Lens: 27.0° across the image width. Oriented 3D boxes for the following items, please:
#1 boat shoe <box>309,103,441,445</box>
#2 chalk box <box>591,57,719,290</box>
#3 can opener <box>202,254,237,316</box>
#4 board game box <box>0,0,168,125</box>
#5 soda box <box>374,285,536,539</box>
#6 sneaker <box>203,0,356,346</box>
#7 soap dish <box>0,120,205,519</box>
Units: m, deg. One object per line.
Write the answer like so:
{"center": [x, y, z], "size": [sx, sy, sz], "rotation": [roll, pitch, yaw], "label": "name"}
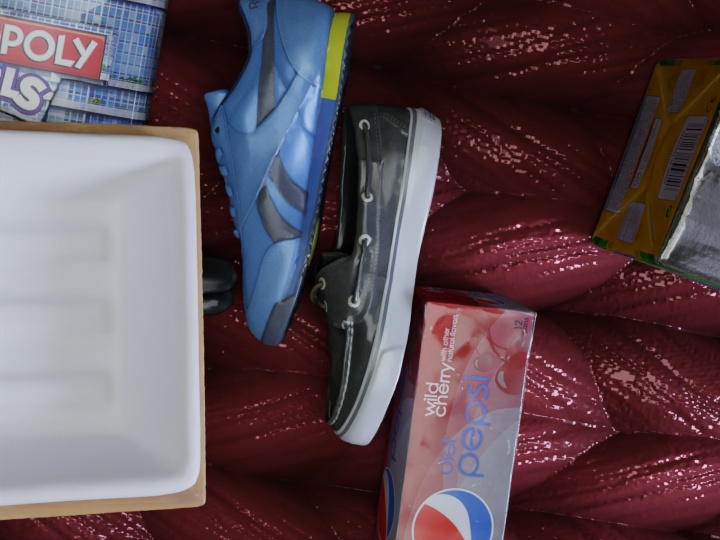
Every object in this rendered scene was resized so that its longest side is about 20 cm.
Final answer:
{"center": [0.000, 0.000, 0.879], "size": [0.056, 0.069, 0.201], "rotation": [11, 89, -12], "label": "boat shoe"}
{"center": [0.262, -0.035, 0.884], "size": [0.200, 0.124, 0.125], "rotation": [20, 94, -12], "label": "chalk box"}
{"center": [-0.170, 0.014, 0.860], "size": [0.199, 0.063, 0.079], "rotation": [-3, 72, -18], "label": "can opener"}
{"center": [-0.211, -0.129, 0.828], "size": [0.199, 0.062, 0.200], "rotation": [9, 97, -10], "label": "board game box"}
{"center": [0.052, 0.113, 0.902], "size": [0.070, 0.063, 0.201], "rotation": [6, 97, -10], "label": "soda box"}
{"center": [-0.055, -0.059, 0.865], "size": [0.078, 0.066, 0.201], "rotation": [9, 96, -1], "label": "sneaker"}
{"center": [-0.162, 0.025, 0.777], "size": [0.157, 0.081, 0.201], "rotation": [0, 87, -23], "label": "soap dish"}
